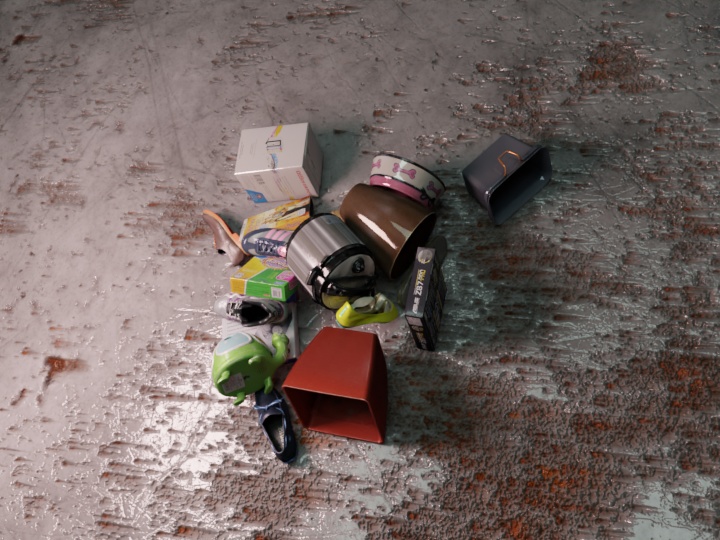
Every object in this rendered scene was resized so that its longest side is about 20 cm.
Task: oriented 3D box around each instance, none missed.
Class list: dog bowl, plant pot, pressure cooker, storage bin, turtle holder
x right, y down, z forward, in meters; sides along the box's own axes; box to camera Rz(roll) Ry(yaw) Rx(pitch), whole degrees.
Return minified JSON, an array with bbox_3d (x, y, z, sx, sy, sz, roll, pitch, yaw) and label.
[{"bbox_3d":[0.108,-0.206,1.705,0.196,0.200,0.075,21,80,24],"label":"dog bowl"},{"bbox_3d":[0.051,-0.113,1.653,0.198,0.188,0.188,36,77,16],"label":"plant pot"},{"bbox_3d":[-0.061,-0.011,1.583,0.175,0.180,0.200,-37,55,-12],"label":"pressure cooker"},{"bbox_3d":[0.346,-0.241,1.689,0.199,0.146,0.134,-41,50,-7],"label":"storage bin"},{"bbox_3d":[-0.033,0.242,1.529,0.194,0.202,0.179,6,53,19],"label":"plant pot"},{"bbox_3d":[-0.261,0.201,1.594,0.185,0.141,0.133,-41,45,10],"label":"turtle holder"}]

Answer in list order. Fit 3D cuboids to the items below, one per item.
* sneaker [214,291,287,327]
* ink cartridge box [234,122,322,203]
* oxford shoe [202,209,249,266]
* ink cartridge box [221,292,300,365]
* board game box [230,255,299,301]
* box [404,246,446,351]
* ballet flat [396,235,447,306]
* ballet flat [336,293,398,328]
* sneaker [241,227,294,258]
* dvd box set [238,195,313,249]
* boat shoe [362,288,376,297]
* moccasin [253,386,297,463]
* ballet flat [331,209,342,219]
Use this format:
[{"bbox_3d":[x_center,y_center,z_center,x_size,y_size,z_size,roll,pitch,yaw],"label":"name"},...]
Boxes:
[{"bbox_3d":[-0.283,0.092,1.643,0.194,0.140,0.080,-1,93,18],"label":"sneaker"},{"bbox_3d":[-0.214,-0.288,1.863,0.194,0.148,0.148,-3,63,14],"label":"ink cartridge box"},{"bbox_3d":[-0.375,-0.090,1.857,0.073,0.071,0.199,-46,61,-4],"label":"oxford shoe"},{"bbox_3d":[-0.250,0.146,1.717,0.194,0.041,0.205,-13,61,10],"label":"ink cartridge box"},{"bbox_3d":[-0.209,0.003,1.712,0.149,0.041,0.200,8,28,19],"label":"board game box"},{"bbox_3d":[0.149,0.068,1.547,0.048,0.201,0.165,8,66,18],"label":"box"},{"bbox_3d":[0.144,-0.001,1.670,0.046,0.067,0.203,14,69,55],"label":"ballet flat"},{"bbox_3d":[0.027,0.086,1.581,0.067,0.197,0.068,45,124,32],"label":"ballet flat"},{"bbox_3d":[-0.204,-0.062,1.713,0.194,0.072,0.082,-2,22,2],"label":"sneaker"},{"bbox_3d":[-0.218,-0.128,1.810,0.195,0.030,0.147,-19,25,7],"label":"dvd box set"},{"bbox_3d":[-0.003,0.001,1.701,0.072,0.068,0.204,-9,62,11],"label":"boat shoe"},{"bbox_3d":[-0.194,0.338,1.587,0.079,0.069,0.202,-32,58,-2],"label":"moccasin"},{"bbox_3d":[-0.071,-0.060,1.740,0.070,0.068,0.206,11,78,2],"label":"ballet flat"}]
